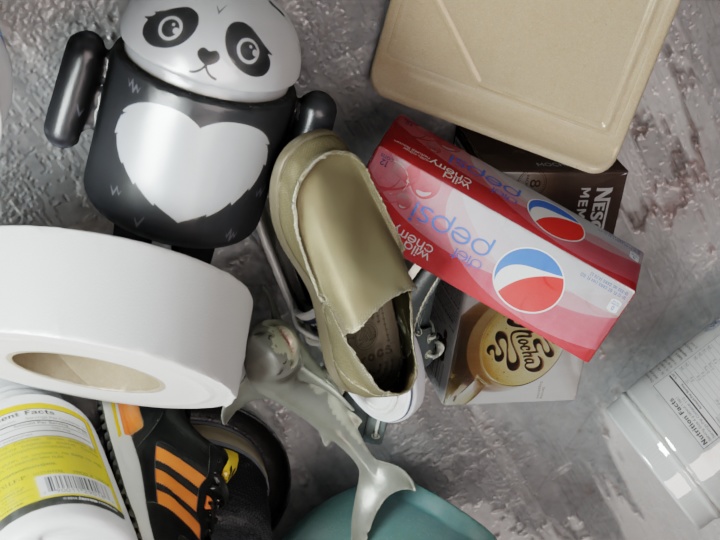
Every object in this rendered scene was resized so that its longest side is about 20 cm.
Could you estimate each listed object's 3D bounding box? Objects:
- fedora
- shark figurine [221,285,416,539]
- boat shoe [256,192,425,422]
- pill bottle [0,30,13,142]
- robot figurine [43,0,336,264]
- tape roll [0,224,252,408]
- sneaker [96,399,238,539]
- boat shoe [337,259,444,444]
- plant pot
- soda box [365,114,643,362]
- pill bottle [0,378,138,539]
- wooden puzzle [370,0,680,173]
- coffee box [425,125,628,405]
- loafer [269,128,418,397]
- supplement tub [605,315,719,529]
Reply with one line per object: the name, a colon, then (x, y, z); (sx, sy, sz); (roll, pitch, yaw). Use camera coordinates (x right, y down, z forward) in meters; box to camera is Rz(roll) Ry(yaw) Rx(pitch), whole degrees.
fedora: (-0.141, 0.195, 1.202); (0.199, 0.092, 0.202); (-10, 122, -16)
shark figurine: (-0.051, 0.103, 1.146); (0.089, 0.128, 0.215); (-35, 129, -1)
boat shoe: (-0.022, 0.026, 1.117); (0.073, 0.065, 0.201); (-26, 97, 32)
pill bottle: (-0.258, -0.123, 0.902); (0.108, 0.200, 0.109); (-10, 123, -16)
robot figurine: (-0.110, -0.093, 1.021); (0.150, 0.125, 0.201); (-10, 127, -46)
tape roll: (-0.172, 0.035, 1.032); (0.202, 0.202, 0.071); (18, 71, -29)
sneaker: (-0.122, 0.162, 1.112); (0.090, 0.201, 0.070); (-16, 151, -13)
boat shoe: (0.031, 0.050, 1.186); (0.062, 0.073, 0.201); (28, 116, -4)
plant pot: (0.028, 0.243, 1.255); (0.200, 0.200, 0.135); (41, 72, -34)
soda box: (0.091, -0.023, 1.082); (0.199, 0.063, 0.070); (29, 120, 0)
pill bottle: (-0.223, 0.155, 1.080); (0.111, 0.200, 0.112); (-10, 122, -17)
wooden puzzle: (0.116, -0.183, 1.059); (0.184, 0.037, 0.201); (20, 121, 4)
coffee box: (0.118, -0.004, 1.190); (0.112, 0.080, 0.201); (0, 119, -17)
loafer: (0.000, 0.000, 1.033); (0.076, 0.067, 0.201); (-34, 123, -24)
supplement tub: (0.319, 0.104, 1.302); (0.200, 0.132, 0.132); (-39, 125, 5)
